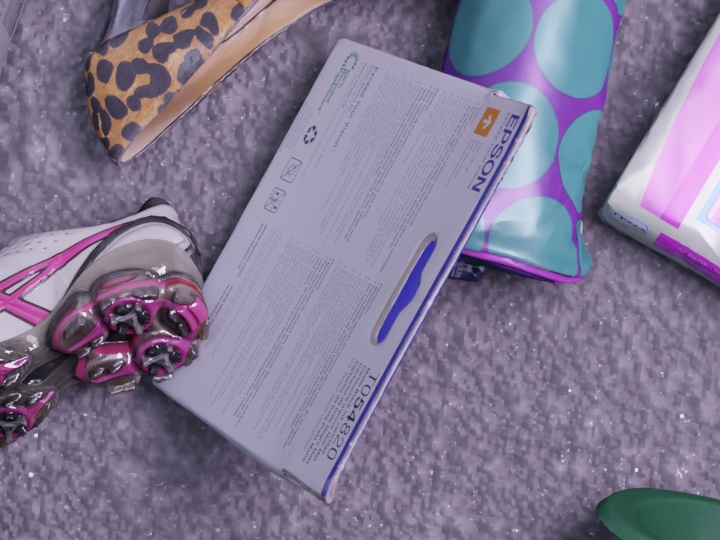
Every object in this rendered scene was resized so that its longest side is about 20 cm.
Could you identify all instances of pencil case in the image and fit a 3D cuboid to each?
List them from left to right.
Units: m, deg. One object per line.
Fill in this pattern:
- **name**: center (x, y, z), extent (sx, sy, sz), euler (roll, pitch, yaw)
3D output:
- **pencil case**: center (0.086, -0.093, 1.295), extent (0.092, 0.085, 0.201), euler (16, 82, -34)

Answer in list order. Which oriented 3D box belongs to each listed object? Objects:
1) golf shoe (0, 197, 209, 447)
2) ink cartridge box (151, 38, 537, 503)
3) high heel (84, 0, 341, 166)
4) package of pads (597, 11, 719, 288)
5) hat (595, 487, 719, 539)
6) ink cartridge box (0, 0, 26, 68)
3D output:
- **golf shoe**: center (-0.168, 0.029, 1.297), extent (0.199, 0.073, 0.092), euler (-19, 44, 7)
- **ink cartridge box**: center (0.000, 0.000, 1.228), extent (0.041, 0.200, 0.200), euler (29, 89, -29)
- **high heel**: center (-0.035, -0.110, 1.291), extent (0.199, 0.071, 0.143), euler (7, 77, 22)
- **package of pads**: center (0.233, -0.073, 1.303), extent (0.154, 0.068, 0.200), euler (31, 85, 3)
- **hat**: center (0.185, 0.216, 1.241), extent (0.200, 0.166, 0.177), euler (18, 100, 22)
- **ink cartridge box**: center (-0.249, -0.119, 1.265), extent (0.144, 0.145, 0.201), euler (18, 84, 2)
